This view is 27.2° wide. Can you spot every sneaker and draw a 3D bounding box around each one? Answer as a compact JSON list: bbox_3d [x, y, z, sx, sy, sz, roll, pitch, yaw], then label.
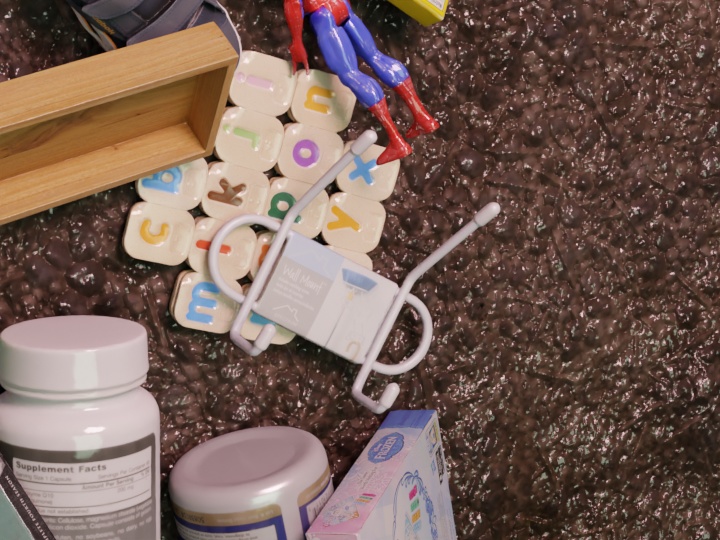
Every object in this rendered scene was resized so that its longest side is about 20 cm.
[{"bbox_3d":[-0.149,-0.184,0.953,0.200,0.079,0.079,39,80,-26],"label":"sneaker"}]

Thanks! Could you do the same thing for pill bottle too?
[{"bbox_3d":[-0.065,0.224,1.073,0.115,0.116,0.201,-17,108,-22],"label":"pill bottle"},{"bbox_3d":[-0.190,0.137,0.991,0.114,0.114,0.201,-5,103,-26],"label":"pill bottle"}]

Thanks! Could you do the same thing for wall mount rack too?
[{"bbox_3d":[0.000,0.000,1.061,0.200,0.075,0.174,27,88,-30],"label":"wall mount rack"}]

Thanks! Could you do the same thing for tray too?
[{"bbox_3d":[-0.178,-0.087,0.928,0.200,0.037,0.099,-21,154,-29],"label":"tray"}]

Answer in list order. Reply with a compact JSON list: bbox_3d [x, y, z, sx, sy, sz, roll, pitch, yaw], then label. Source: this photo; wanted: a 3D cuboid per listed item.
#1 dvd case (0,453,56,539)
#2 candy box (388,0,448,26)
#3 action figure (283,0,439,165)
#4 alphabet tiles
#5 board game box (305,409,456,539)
[{"bbox_3d":[-0.237,0.219,0.952,0.146,0.022,0.200,-30,94,25],"label":"dvd case"},{"bbox_3d":[-0.009,-0.262,1.022,0.200,0.026,0.103,31,66,-28],"label":"candy box"},{"bbox_3d":[-0.019,-0.171,1.039,0.065,0.052,0.200,-41,109,-35],"label":"action figure"},{"bbox_3d":[-0.069,-0.050,1.066,0.195,0.015,0.201,12,96,-29],"label":"alphabet tiles"},{"bbox_3d":[0.026,0.234,1.091,0.043,0.199,0.201,-4,107,19],"label":"board game box"}]
